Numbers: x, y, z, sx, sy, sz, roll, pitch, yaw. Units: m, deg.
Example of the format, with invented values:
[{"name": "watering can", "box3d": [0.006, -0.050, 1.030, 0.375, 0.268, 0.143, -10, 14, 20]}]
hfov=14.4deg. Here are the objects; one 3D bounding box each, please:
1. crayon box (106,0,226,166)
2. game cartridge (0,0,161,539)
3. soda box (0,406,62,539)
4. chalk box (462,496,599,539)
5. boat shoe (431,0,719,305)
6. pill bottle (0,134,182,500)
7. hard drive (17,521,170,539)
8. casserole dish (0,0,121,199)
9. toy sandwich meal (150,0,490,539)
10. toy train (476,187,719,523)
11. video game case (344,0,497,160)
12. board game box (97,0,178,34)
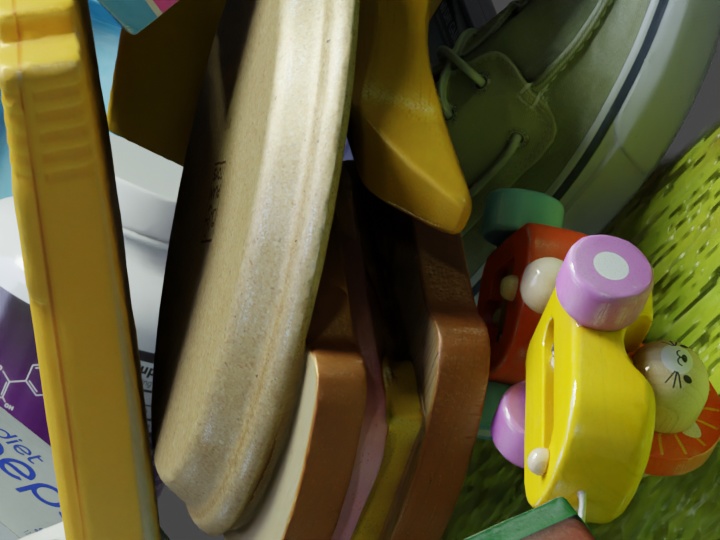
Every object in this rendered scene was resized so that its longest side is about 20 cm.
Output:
[{"name": "crayon box", "box3d": [-0.026, -0.119, 0.959, 0.200, 0.052, 0.126, -55, -14, -45]}, {"name": "game cartridge", "box3d": [-0.090, -0.020, 0.871, 0.176, 0.032, 0.200, -105, 7, -60]}, {"name": "soda box", "box3d": [-0.144, 0.094, 1.041, 0.068, 0.200, 0.063, -12, -47, -59]}, {"name": "chalk box", "box3d": [0.016, 0.139, 0.591, 0.124, 0.124, 0.200, 51, 130, 20]}, {"name": "boat shoe", "box3d": [0.043, -0.039, 0.842, 0.200, 0.062, 0.072, -58, 23, 31]}, {"name": "pill bottle", "box3d": [-0.123, 0.049, 1.132, 0.200, 0.112, 0.112, -67, 20, 12]}, {"name": "hard drive", "box3d": [-0.088, 0.158, 0.831, 0.200, 0.140, 0.038, -128, 22, -47]}, {"name": "casserole dish", "box3d": [-0.125, -0.026, 1.216, 0.200, 0.121, 0.039, -65, -9, 0]}, {"name": "toy sandwich meal", "box3d": [-0.008, -0.009, 0.798, 0.205, 0.070, 0.205, -169, 90, -79]}, {"name": "toy train", "box3d": [0.054, 0.067, 0.739, 0.150, 0.056, 0.200, 126, 154, -70]}, {"name": "video game case", "box3d": [0.000, 0.000, 0.992, 0.200, 0.019, 0.143, -63, 21, 24]}, {"name": "board game box", "box3d": [-0.008, -0.172, 0.815, 0.200, 0.040, 0.153, -37, 30, 12]}]
